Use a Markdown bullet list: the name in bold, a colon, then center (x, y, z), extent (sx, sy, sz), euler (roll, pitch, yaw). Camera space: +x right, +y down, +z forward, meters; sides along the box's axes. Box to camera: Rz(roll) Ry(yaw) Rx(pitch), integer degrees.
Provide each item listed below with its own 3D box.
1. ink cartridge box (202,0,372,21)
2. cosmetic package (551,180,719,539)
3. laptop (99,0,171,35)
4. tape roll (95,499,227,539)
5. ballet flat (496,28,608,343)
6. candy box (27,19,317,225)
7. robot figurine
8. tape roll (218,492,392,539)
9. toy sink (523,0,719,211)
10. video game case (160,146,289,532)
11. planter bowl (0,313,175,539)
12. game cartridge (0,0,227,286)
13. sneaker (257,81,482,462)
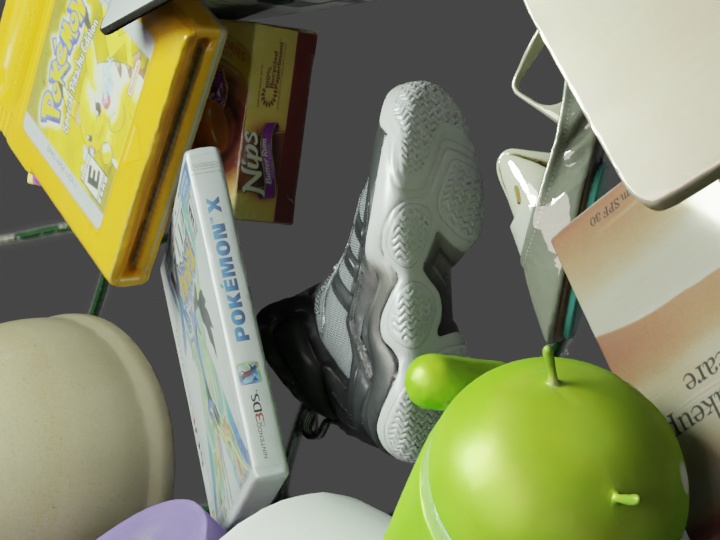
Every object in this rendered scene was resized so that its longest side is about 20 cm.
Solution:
- **ink cartridge box**: center (-0.031, -0.226, 1.069), extent (0.200, 0.084, 0.146), euler (-2, 85, 43)
- **cosmetic package**: center (0.180, 0.046, 0.848), extent (0.103, 0.087, 0.200), euler (-41, 61, 33)
- **laptop**: center (-0.102, -0.251, 0.966), extent (0.187, 0.116, 0.200), euler (-14, 52, 57)
- **tape roll**: center (-0.133, 0.229, 1.053), extent (0.200, 0.200, 0.085), euler (-29, 112, 38)
- **ballet flat**: center (0.101, -0.065, 0.941), extent (0.064, 0.067, 0.200), euler (16, 94, 12)
- **candy box**: center (-0.119, -0.098, 1.163), extent (0.200, 0.056, 0.117), euler (11, 95, 42)
- **robot figurine**: center (0.074, 0.117, 0.835), extent (0.175, 0.116, 0.200), euler (59, 153, 26)
- **tape roll**: center (-0.022, 0.217, 0.949), extent (0.071, 0.202, 0.203), euler (22, 102, 42)
- **toy sink**: center (0.193, -0.113, 0.804), extent (0.200, 0.112, 0.130), euler (-33, 64, 16)
- **video game case**: center (-0.081, 0.050, 1.064), extent (0.200, 0.022, 0.182), euler (119, 140, -69)
- **planter bowl**: center (-0.233, 0.126, 1.200), extent (0.200, 0.135, 0.200), euler (-3, 86, 43)
- **game cartridge**: center (-0.160, -0.118, 1.119), extent (0.200, 0.032, 0.176), euler (47, 129, 37)
- **sneaker**: center (0.000, 0.000, 1.018), extent (0.114, 0.075, 0.200), euler (1, 90, 41)
